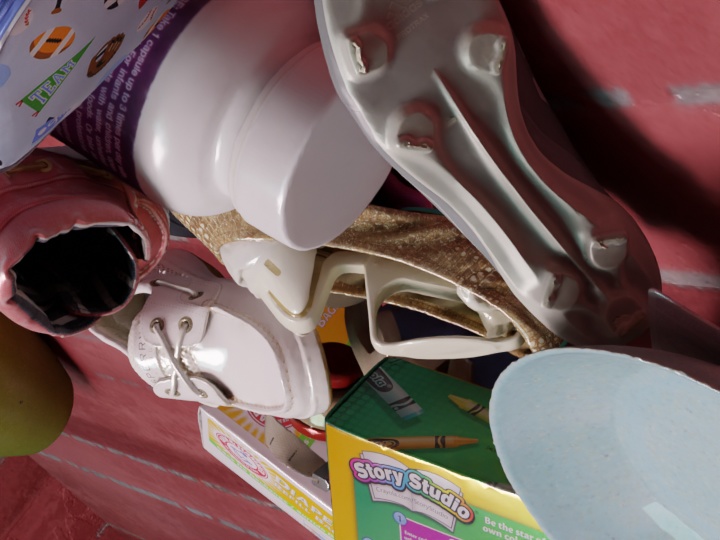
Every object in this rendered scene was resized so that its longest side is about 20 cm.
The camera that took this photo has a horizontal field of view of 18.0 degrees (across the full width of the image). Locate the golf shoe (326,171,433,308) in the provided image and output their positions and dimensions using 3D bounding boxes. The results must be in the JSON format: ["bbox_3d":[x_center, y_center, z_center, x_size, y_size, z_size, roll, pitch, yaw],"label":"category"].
[{"bbox_3d":[-0.048,-0.065,1.048,0.200,0.075,0.091,37,155,-17],"label":"golf shoe"}]

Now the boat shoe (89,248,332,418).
[{"bbox_3d":[-0.082,0.038,1.129,0.200,0.069,0.071,17,119,60],"label":"boat shoe"}]

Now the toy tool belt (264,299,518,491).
[{"bbox_3d":[0.048,0.056,1.115,0.200,0.125,0.123,26,130,29],"label":"toy tool belt"}]

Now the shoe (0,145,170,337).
[{"bbox_3d":[-0.120,-0.009,0.959,0.091,0.072,0.200,39,-173,26],"label":"shoe"}]

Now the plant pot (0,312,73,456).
[{"bbox_3d":[-0.361,0.095,2.095,0.187,0.187,0.200,25,175,41],"label":"plant pot"}]

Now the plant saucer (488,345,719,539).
[{"bbox_3d":[0.140,0.089,0.843,0.201,0.039,0.201,31,151,19],"label":"plant saucer"}]

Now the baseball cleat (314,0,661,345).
[{"bbox_3d":[0.038,-0.053,0.859,0.200,0.070,0.106,56,177,-22],"label":"baseball cleat"}]

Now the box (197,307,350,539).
[{"bbox_3d":[0.016,0.108,1.303,0.200,0.113,0.101,38,165,9],"label":"box"}]

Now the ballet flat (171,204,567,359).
[{"bbox_3d":[0.000,0.000,0.982,0.200,0.065,0.071,10,158,15],"label":"ballet flat"}]

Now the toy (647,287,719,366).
[{"bbox_3d":[0.170,0.046,0.881,0.115,0.047,0.200,31,169,14],"label":"toy"}]

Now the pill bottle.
[{"bbox_3d":[-0.082,-0.091,0.941,0.200,0.112,0.112,33,164,24],"label":"pill bottle"}]

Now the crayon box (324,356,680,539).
[{"bbox_3d":[0.082,0.126,1.005,0.200,0.058,0.119,19,131,28],"label":"crayon box"}]

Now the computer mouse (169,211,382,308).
[{"bbox_3d":[-0.064,-0.022,1.143,0.140,0.046,0.200,28,179,30],"label":"computer mouse"}]

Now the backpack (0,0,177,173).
[{"bbox_3d":[-0.137,-0.141,0.801,0.154,0.200,0.191,30,157,13],"label":"backpack"}]
